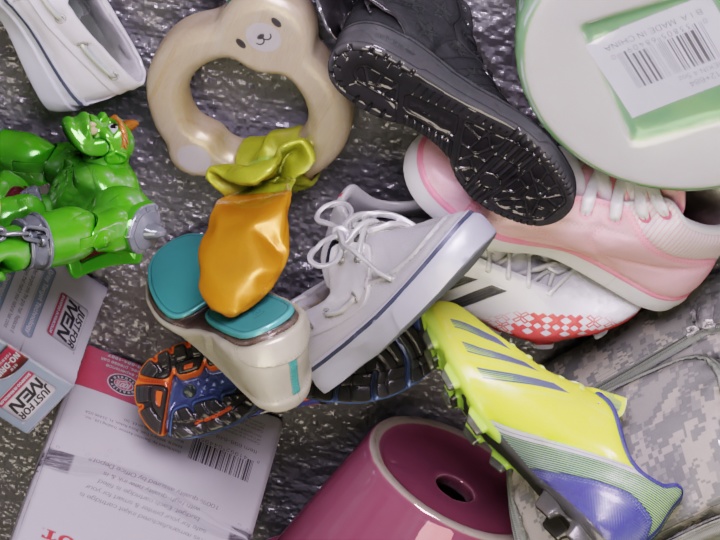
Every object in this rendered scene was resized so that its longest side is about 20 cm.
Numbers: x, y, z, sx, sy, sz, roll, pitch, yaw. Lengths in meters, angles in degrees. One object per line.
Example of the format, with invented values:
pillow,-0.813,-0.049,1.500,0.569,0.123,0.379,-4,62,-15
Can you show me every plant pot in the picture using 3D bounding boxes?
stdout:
plant pot,0.025,0.203,1.824,0.199,0.200,0.179,24,114,-9

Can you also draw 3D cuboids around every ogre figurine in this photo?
ogre figurine,-0.187,-0.043,1.672,0.119,0.200,0.099,-3,92,-16

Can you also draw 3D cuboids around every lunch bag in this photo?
lunch bag,0.191,0.120,1.721,0.200,0.168,0.139,-29,119,30

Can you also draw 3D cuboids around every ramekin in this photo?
ramekin,0.177,-0.140,1.554,0.199,0.098,0.201,6,130,7

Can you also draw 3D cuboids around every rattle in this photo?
rattle,-0.076,-0.101,1.620,0.130,0.143,0.200,26,139,15

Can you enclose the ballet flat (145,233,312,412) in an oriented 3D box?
ballet flat,-0.077,0.035,1.701,0.069,0.200,0.070,-6,109,-19

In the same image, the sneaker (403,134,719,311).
sneaker,0.131,-0.050,1.646,0.200,0.076,0.105,23,143,-18

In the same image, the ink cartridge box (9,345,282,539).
ink cartridge box,-0.144,0.163,1.806,0.145,0.200,0.085,21,129,-5

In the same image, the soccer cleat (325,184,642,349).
soccer cleat,0.075,-0.007,1.706,0.199,0.069,0.085,10,143,10

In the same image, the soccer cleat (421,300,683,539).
soccer cleat,0.110,0.086,1.662,0.084,0.200,0.065,-36,153,-8

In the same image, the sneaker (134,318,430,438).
sneaker,-0.043,0.054,1.788,0.199,0.078,0.076,-10,92,4

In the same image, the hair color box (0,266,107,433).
hair color box,-0.264,0.004,1.766,0.200,0.099,0.061,34,127,-16

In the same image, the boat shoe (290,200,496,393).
boat shoe,0.003,-0.002,1.654,0.086,0.075,0.202,47,148,-1

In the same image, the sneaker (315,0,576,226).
sneaker,0.047,-0.116,1.597,0.200,0.104,0.060,35,129,-16

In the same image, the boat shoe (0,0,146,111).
boat shoe,-0.182,-0.176,1.626,0.067,0.074,0.200,-11,139,16
